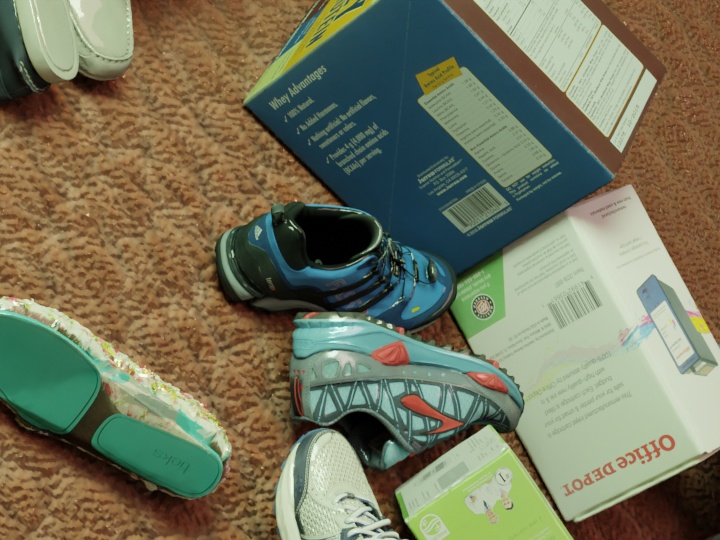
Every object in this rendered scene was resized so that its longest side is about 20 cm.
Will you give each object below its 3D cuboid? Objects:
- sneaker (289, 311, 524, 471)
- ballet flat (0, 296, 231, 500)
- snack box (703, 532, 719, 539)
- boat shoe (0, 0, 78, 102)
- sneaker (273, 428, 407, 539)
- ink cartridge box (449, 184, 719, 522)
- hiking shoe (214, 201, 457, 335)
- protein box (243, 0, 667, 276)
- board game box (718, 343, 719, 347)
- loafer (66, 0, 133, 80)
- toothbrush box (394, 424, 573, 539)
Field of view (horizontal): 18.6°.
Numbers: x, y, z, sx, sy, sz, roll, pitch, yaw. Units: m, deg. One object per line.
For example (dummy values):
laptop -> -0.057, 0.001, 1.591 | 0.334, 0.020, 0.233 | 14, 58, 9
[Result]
sneaker -> 0.025, 0.094, 1.508 | 0.200, 0.079, 0.096 | 20, 77, -34
ballet flat -> -0.164, 0.074, 1.350 | 0.200, 0.076, 0.064 | 39, 15, -25
snack box -> 0.350, 0.289, 1.675 | 0.200, 0.068, 0.169 | 10, 59, -37
boat shoe -> -0.236, -0.209, 1.430 | 0.075, 0.062, 0.201 | -3, 76, -71
sneaker -> 0.009, 0.186, 1.356 | 0.077, 0.085, 0.201 | 4, 61, -40
ink cartridge box -> 0.171, 0.062, 1.587 | 0.087, 0.145, 0.200 | -20, 80, -47
hiking shoe -> 0.000, 0.000, 1.512 | 0.200, 0.087, 0.075 | 7, 62, -39
protein box -> 0.067, -0.131, 1.565 | 0.200, 0.198, 0.135 | 44, 45, -13
board game box -> 0.327, 0.138, 1.692 | 0.151, 0.037, 0.200 | 47, 13, -5
loafer -> -0.193, -0.226, 1.479 | 0.070, 0.070, 0.201 | -8, 73, -44
toothbrush box -> 0.113, 0.211, 1.441 | 0.200, 0.086, 0.146 | 55, 0, -3
